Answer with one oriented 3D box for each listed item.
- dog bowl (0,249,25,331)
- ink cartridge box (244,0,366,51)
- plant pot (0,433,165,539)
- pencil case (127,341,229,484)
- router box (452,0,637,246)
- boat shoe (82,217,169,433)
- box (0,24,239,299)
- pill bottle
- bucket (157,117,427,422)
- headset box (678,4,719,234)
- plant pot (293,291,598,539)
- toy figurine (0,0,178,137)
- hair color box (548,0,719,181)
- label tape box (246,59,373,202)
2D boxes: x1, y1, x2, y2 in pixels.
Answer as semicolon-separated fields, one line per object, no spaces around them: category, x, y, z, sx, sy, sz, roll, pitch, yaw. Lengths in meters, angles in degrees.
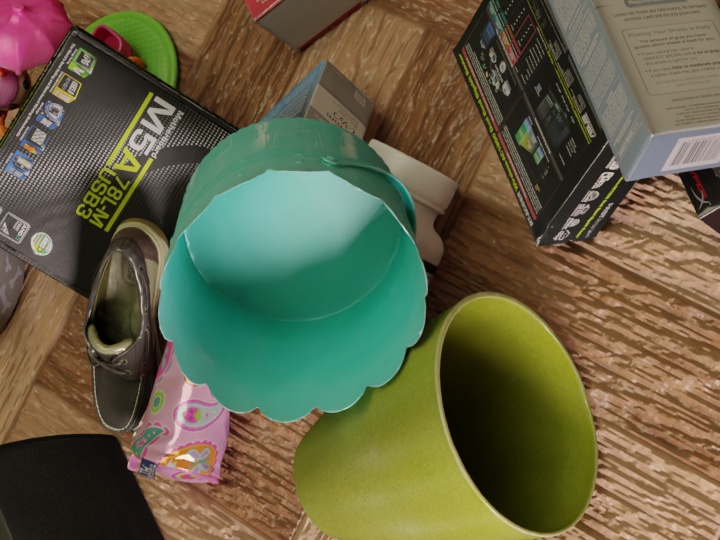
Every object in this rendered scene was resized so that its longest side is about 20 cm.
dog bowl;-0.406;0.000;1.898;0.199;0.059;0.202;-9;72;29
ink cartridge box;-0.057;-0.323;1.759;0.145;0.083;0.201;-35;61;19
plant pot;-0.296;0.260;1.685;0.200;0.177;0.200;-40;59;17
pencil case;-0.140;0.083;1.693;0.087;0.087;0.202;11;84;33
router box;0.156;-0.143;1.546;0.150;0.062;0.201;-57;46;51
boat shoe;-0.211;0.055;1.711;0.071;0.066;0.202;18;115;18
box;-0.223;-0.081;1.739;0.201;0.192;0.048;-56;16;5
pill bottle;0.000;0.000;1.615;0.111;0.111;0.201;27;91;34
bucket;-0.049;-0.007;1.465;0.207;0.207;0.135;-38;22;17
headset box;0.322;-0.138;1.477;0.199;0.075;0.150;-32;62;21
plant pot;0.048;0.137;1.523;0.199;0.186;0.189;-24;64;39
toy figurine;-0.293;-0.174;1.802;0.150;0.184;0.201;41;99;33
hair color box;0.211;-0.169;1.445;0.061;0.098;0.201;113;144;-56
label tape box;-0.069;-0.072;1.627;0.143;0.066;0.200;-41;17;26
